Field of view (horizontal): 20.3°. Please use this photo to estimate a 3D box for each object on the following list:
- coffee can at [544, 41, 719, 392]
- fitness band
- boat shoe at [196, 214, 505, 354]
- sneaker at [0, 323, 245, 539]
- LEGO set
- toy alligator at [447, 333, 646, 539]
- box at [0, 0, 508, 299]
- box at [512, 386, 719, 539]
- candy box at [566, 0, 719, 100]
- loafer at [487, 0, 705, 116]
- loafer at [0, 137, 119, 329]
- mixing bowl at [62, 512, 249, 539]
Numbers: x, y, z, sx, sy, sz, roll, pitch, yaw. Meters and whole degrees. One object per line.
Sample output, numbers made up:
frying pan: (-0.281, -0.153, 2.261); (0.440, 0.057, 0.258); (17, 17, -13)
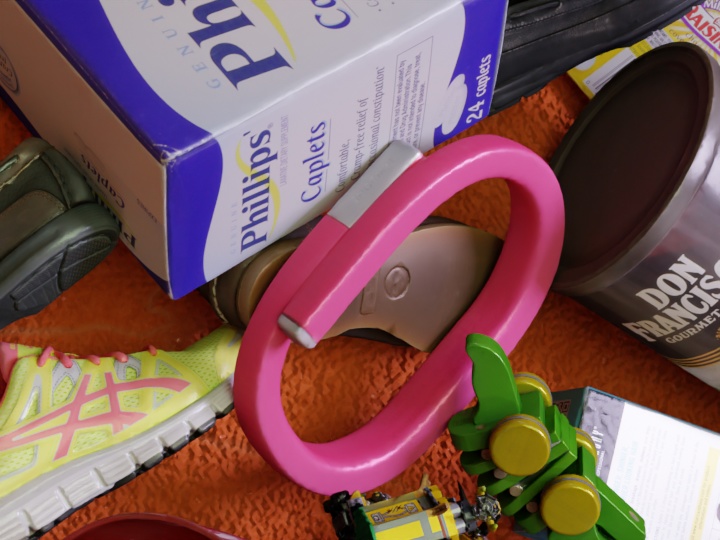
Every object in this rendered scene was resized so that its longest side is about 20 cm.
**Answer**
coffee can: (0.210, -0.008, 1.074); (0.199, 0.146, 0.147); (31, 72, -21)
fitness band: (0.023, 0.020, 0.981); (0.200, 0.037, 0.144); (-48, 138, -9)
boat shoe: (0.000, 0.000, 1.028); (0.199, 0.070, 0.071); (6, 102, -42)
sneaker: (-0.136, 0.065, 0.962); (0.199, 0.078, 0.091); (-30, 87, -27)
LEGO set: (0.067, 0.184, 0.952); (0.115, 0.154, 0.201); (-15, 69, -15)
toy alligator: (0.101, 0.118, 1.020); (0.054, 0.059, 0.200); (-34, 107, 19)
box: (-0.063, -0.121, 0.959); (0.199, 0.105, 0.184); (-32, 63, -23)
box: (0.187, 0.133, 1.106); (0.199, 0.049, 0.083); (20, 76, -20)
candy box: (0.139, -0.155, 1.101); (0.200, 0.102, 0.026); (48, 26, -11)
loafer: (0.114, -0.146, 1.052); (0.200, 0.068, 0.071); (-26, 104, 17)
loafer: (-0.205, 0.016, 0.928); (0.199, 0.072, 0.063); (-35, 76, 1)
mixing bowl: (-0.062, 0.206, 0.930); (0.108, 0.199, 0.202); (-3, 83, -55)
